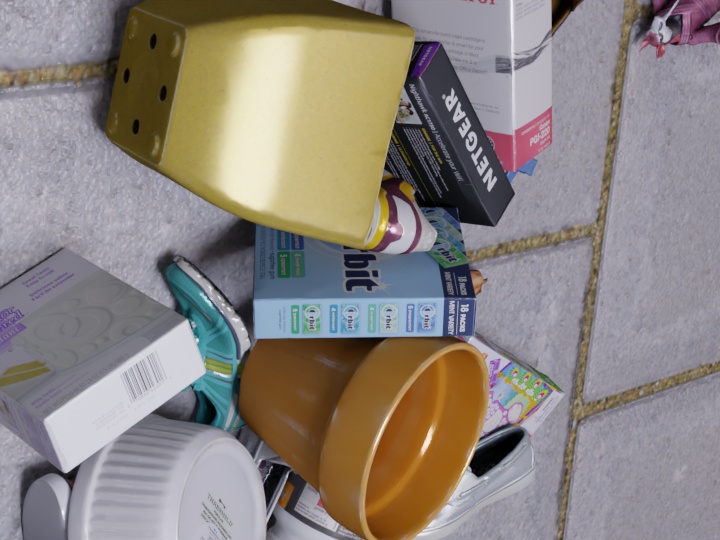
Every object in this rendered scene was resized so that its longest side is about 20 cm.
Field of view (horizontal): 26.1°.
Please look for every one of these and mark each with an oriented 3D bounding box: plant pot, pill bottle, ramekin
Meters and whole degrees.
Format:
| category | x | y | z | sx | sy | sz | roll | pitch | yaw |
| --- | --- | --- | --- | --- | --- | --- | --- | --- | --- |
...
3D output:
| category | x | y | z | sx | sy | sz | roll | pitch | yaw |
| --- | --- | --- | --- | --- | --- | --- | --- | --- | --- |
| plant pot | -0.103 | -0.145 | 1.337 | 0.198 | 0.194 | 0.198 | 4 | 105 | -35 |
| pill bottle | -0.023 | 0.222 | 1.605 | 0.116 | 0.116 | 0.202 | 22 | 96 | -45 |
| ramekin | -0.168 | 0.233 | 1.430 | 0.200 | 0.104 | 0.203 | 8 | 81 | -64 |
| plant pot | -0.008 | 0.128 | 1.453 | 0.200 | 0.182 | 0.202 | -36 | 138 | -40 |

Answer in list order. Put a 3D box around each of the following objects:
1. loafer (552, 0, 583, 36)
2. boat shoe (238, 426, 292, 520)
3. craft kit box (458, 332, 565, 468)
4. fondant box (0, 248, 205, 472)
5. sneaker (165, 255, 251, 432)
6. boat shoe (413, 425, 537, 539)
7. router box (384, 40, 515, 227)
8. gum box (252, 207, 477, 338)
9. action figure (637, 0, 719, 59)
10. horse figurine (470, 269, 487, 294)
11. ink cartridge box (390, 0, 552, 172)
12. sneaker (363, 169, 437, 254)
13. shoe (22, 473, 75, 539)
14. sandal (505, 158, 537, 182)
| category | x | y | z | sx | sy | sz | roll | pitch | yaw |
| --- | --- | --- | --- | --- | --- | --- | --- | --- | --- |
| loafer | 0.214 | -0.299 | 1.641 | 0.201 | 0.072 | 0.073 | -53 | 133 | -13 |
| boat shoe | -0.090 | 0.182 | 1.563 | 0.072 | 0.068 | 0.201 | 38 | 80 | -44 |
| craft kit box | 0.106 | 0.171 | 1.727 | 0.197 | 0.049 | 0.201 | 31 | 101 | -42 |
| fondant box | -0.243 | 0.068 | 1.279 | 0.144 | 0.199 | 0.059 | -35 | 127 | -26 |
| sneaker | -0.146 | 0.078 | 1.468 | 0.079 | 0.077 | 0.202 | -29 | 126 | -19 |
| boat shoe | 0.106 | 0.228 | 1.699 | 0.199 | 0.070 | 0.072 | -25 | 123 | -24 |
| router box | 0.046 | -0.131 | 1.496 | 0.051 | 0.148 | 0.201 | -57 | 136 | -27 |
| gum box | 0.000 | 0.000 | 1.437 | 0.197 | 0.171 | 0.045 | -1 | 120 | -3 |
| action figure | 0.389 | -0.323 | 1.802 | 0.200 | 0.134 | 0.149 | -45 | 176 | -3 |
| horse figurine | 0.060 | 0.040 | 1.658 | 0.199 | 0.050 | 0.133 | 26 | 96 | -49 |
| ink cartridge box | 0.109 | -0.215 | 1.522 | 0.085 | 0.144 | 0.202 | -35 | 130 | -44 |
| sneaker | -0.002 | -0.069 | 1.445 | 0.089 | 0.200 | 0.076 | 15 | 113 | -31 |
| shoe | -0.256 | 0.265 | 1.447 | 0.090 | 0.071 | 0.202 | -21 | 124 | -39 |
| sandal | 0.126 | -0.099 | 1.644 | 0.200 | 0.079 | 0.088 | -41 | 134 | -21 |
